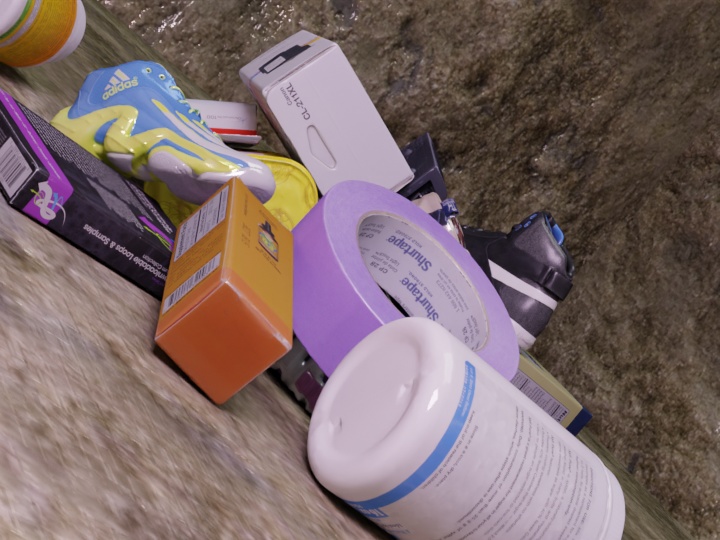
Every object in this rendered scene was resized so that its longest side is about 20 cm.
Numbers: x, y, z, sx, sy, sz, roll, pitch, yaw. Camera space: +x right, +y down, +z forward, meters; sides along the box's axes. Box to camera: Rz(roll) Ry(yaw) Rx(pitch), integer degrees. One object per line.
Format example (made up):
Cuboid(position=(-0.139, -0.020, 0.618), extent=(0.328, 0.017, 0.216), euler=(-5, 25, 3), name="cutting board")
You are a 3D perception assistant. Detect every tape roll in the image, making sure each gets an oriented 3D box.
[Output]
Cuboid(position=(0.029, 0.027, 1.073), extent=(0.199, 0.066, 0.201), euler=(35, 28, -21), name="tape roll")

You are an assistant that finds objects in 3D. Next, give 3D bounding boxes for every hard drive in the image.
Cuboid(position=(-0.003, -0.048, 1.348), extent=(0.042, 0.199, 0.135), euler=(51, 11, -17), name="hard drive")

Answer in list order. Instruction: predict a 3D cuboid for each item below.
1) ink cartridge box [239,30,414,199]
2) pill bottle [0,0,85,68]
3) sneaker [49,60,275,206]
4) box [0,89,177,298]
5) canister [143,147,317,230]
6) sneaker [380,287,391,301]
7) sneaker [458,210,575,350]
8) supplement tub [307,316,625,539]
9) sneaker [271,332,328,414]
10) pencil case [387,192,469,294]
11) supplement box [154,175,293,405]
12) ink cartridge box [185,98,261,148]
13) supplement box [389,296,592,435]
Cuboid(position=(-0.035, -0.139, 1.322), extent=(0.147, 0.082, 0.200), euler=(58, -3, -17), name="ink cartridge box")
Cuboid(position=(-0.323, -0.248, 1.286), extent=(0.111, 0.111, 0.200), euler=(42, 4, 6), name="pill bottle")
Cuboid(position=(-0.152, -0.117, 1.117), extent=(0.197, 0.106, 0.076), euler=(13, -18, 12), name="sneaker")
Cuboid(position=(-0.194, -0.049, 1.016), extent=(0.199, 0.036, 0.143), euler=(36, 9, -45), name="box")
Cuboid(position=(-0.116, -0.066, 1.258), extent=(0.146, 0.088, 0.200), euler=(4, 8, -5), name="canister")
Cuboid(position=(0.041, 0.103, 1.151), extent=(0.200, 0.104, 0.060), euler=(44, 5, 28), name="sneaker")
Cuboid(position=(0.127, -0.024, 1.313), extent=(0.200, 0.112, 0.073), euler=(45, 6, 37), name="sneaker")
Cuboid(position=(0.072, 0.136, 0.950), extent=(0.200, 0.132, 0.132), euler=(40, 5, -27), name="supplement tub")
Cuboid(position=(-0.062, 0.038, 1.115), extent=(0.200, 0.080, 0.088), euler=(48, 0, 5), name="sneaker")
Cuboid(position=(0.000, 0.000, 1.244), extent=(0.090, 0.198, 0.079), euler=(-123, -169, -67), name="pencil case")
Cuboid(position=(-0.088, 0.007, 0.949), extent=(0.067, 0.069, 0.200), euler=(47, 16, -18), name="supplement box")
Cuboid(position=(-0.176, -0.146, 1.329), extent=(0.158, 0.048, 0.200), euler=(3, 1, -8), name="ink cartridge box")
Cuboid(position=(0.080, 0.097, 1.351), extent=(0.199, 0.135, 0.200), euler=(38, 6, -37), name="supplement box")
